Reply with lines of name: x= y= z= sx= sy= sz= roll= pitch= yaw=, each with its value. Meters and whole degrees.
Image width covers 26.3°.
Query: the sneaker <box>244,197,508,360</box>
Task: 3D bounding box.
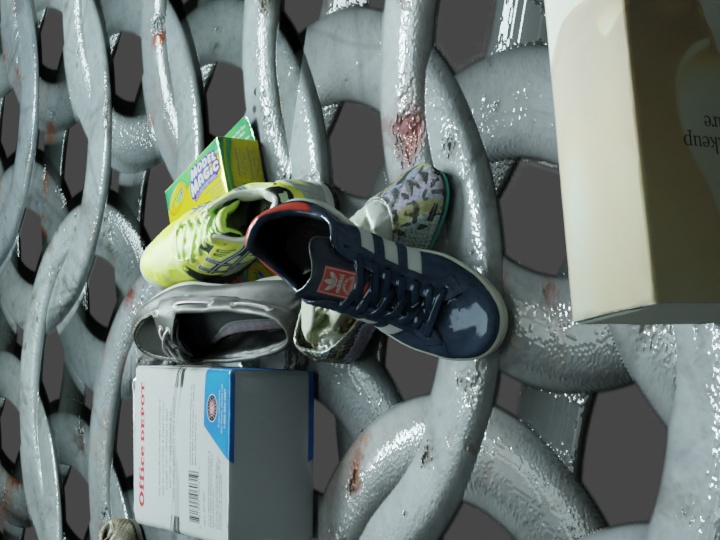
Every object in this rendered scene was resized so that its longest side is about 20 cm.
sneaker: x=0.005 y=0.010 z=1.076 sx=0.200 sy=0.084 sz=0.075 roll=24 pitch=104 yaw=24

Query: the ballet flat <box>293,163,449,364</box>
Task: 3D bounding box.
ballet flat: x=0.000 y=0.000 z=1.167 sx=0.201 sy=0.072 sz=0.072 roll=-61 pitch=41 yaw=37

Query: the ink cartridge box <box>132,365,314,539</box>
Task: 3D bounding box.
ink cartridge box: x=-0.123 y=0.156 z=1.348 sx=0.200 sy=0.084 sz=0.147 roll=-3 pitch=86 yaw=60

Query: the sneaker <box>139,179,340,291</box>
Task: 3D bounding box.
sneaker: x=-0.115 y=-0.037 z=1.290 sx=0.200 sy=0.076 sz=0.076 roll=-22 pitch=69 yaw=31

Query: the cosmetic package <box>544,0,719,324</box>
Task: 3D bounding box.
cosmetic package: x=0.168 y=-0.072 z=0.858 sx=0.071 sy=0.105 sz=0.201 roll=-19 pitch=74 yaw=57

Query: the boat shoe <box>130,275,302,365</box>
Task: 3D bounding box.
boat shoe: x=-0.124 y=0.047 z=1.288 sx=0.199 sy=0.057 sz=0.067 roll=-12 pitch=117 yaw=32

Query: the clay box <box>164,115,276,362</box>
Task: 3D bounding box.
clay box: x=-0.125 y=-0.030 z=1.393 sx=0.115 sy=0.047 sz=0.201 roll=-38 pitch=58 yaw=49

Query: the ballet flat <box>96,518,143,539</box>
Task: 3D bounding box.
ballet flat: x=-0.231 y=0.340 z=1.555 sx=0.067 sy=0.046 sz=0.200 roll=-55 pitch=45 yaw=44
